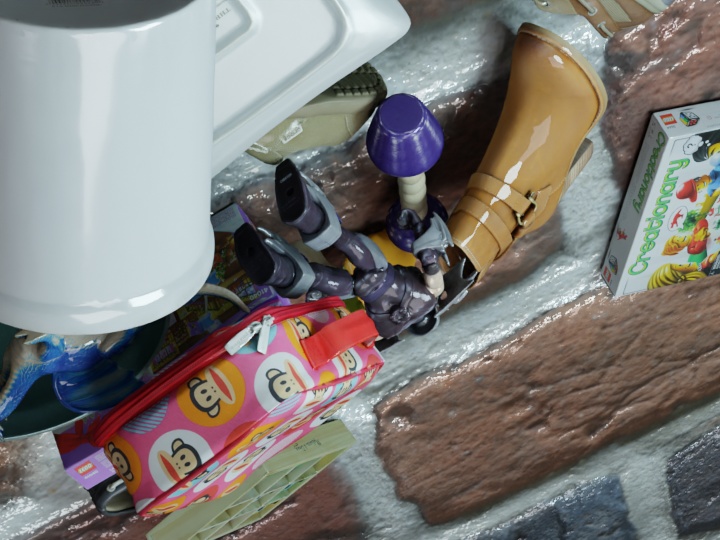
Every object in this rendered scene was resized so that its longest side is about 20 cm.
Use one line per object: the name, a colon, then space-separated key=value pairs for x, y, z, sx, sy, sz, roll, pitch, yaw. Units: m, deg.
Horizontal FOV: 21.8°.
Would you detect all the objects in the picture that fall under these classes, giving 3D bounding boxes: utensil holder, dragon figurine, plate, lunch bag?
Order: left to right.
utensil holder: x=-0.167 y=-0.092 z=1.095 sx=0.170 sy=0.170 sz=0.200 roll=-10 pitch=128 yaw=-22
dragon figurine: x=-0.175 y=0.051 z=1.212 sx=0.200 sy=0.059 sz=0.099 roll=-14 pitch=142 yaw=-15
plate: x=-0.100 y=-0.164 z=1.176 sx=0.200 sy=0.032 sz=0.200 roll=-35 pitch=116 yaw=11
lunch bag: x=-0.066 y=0.080 z=1.232 sx=0.176 sy=0.082 sz=0.200 roll=-36 pitch=172 yaw=16

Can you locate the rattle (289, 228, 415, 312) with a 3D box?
rattle: x=-0.069 y=0.033 z=1.508 sx=0.130 sy=0.143 sz=0.200 roll=40 pitch=130 yaw=-18

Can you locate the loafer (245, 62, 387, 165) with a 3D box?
loafer: x=-0.074 y=-0.108 z=1.293 sx=0.200 sy=0.076 sz=0.067 roll=-3 pitch=131 yaw=-28

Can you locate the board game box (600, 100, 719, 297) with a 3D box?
board game box: x=0.288 y=-0.064 z=1.603 sx=0.126 sy=0.035 sz=0.200 roll=-12 pitch=141 yaw=-19

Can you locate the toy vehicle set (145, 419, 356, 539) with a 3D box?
toy vehicle set: x=-0.090 y=0.186 z=1.609 sx=0.124 sy=0.027 sz=0.200 roll=-40 pitch=169 yaw=18

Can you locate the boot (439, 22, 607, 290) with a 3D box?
boot: x=0.112 y=-0.079 z=1.397 sx=0.155 sy=0.074 sz=0.200 roll=-48 pitch=151 yaw=-17

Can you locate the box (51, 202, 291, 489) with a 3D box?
box: x=-0.148 y=0.055 z=1.395 sx=0.200 sy=0.137 sz=0.039 roll=-30 pitch=144 yaw=5

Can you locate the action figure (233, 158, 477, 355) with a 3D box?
action figure: x=0.000 y=0.000 z=1.351 sx=0.130 sy=0.069 sz=0.200 roll=-46 pitch=136 yaw=13

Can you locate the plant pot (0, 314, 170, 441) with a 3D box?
plant pot: x=-0.245 y=0.004 z=1.275 sx=0.200 sy=0.134 sz=0.200 roll=-16 pitch=142 yaw=-13

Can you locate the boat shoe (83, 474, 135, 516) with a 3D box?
boat shoe: x=-0.138 y=0.159 z=1.591 sx=0.200 sy=0.060 sz=0.074 roll=-11 pitch=140 yaw=-21

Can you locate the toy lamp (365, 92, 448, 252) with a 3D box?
toy lamp: x=0.036 y=-0.071 z=1.383 sx=0.058 sy=0.058 sz=0.200 roll=-23 pitch=157 yaw=-4

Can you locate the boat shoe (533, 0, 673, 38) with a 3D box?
boat shoe: x=0.144 y=-0.212 z=1.305 sx=0.072 sy=0.076 sz=0.200 roll=-41 pitch=140 yaw=22
